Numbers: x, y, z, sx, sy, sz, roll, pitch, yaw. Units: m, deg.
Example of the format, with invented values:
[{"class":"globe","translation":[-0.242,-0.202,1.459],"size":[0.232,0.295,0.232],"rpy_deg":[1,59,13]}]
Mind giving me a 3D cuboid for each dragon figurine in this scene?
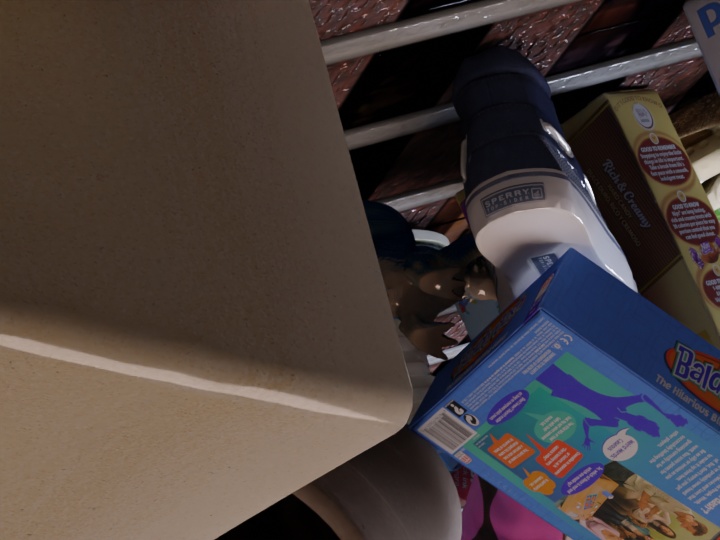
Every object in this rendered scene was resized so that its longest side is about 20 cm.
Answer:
[{"class":"dragon figurine","translation":[0.000,0.000,1.387],"size":[0.200,0.059,0.099],"rpy_deg":[3,-161,-6]}]

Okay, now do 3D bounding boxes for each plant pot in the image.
[{"class":"plant pot","translation":[-0.129,-0.002,1.011],"size":[0.177,0.200,0.200],"rpy_deg":[10,146,-45]},{"class":"plant pot","translation":[-0.034,0.146,1.333],"size":[0.200,0.200,0.175],"rpy_deg":[-31,-176,31]}]

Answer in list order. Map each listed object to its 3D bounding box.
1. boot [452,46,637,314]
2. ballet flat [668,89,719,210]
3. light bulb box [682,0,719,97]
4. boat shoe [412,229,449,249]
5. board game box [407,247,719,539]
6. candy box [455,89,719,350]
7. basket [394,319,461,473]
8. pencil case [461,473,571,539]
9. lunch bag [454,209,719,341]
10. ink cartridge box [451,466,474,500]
[{"class":"boot","translation":[0.091,-0.032,1.329],"size":[0.073,0.090,0.200],"rpy_deg":[-12,156,6]},{"class":"ballet flat","translation":[0.167,-0.047,1.478],"size":[0.200,0.065,0.071],"rpy_deg":[-32,122,17]},{"class":"light bulb box","translation":[0.284,-0.065,1.338],"size":[0.125,0.200,0.198],"rpy_deg":[-28,164,27]},{"class":"boat shoe","translation":[-0.030,0.025,1.475],"size":[0.200,0.062,0.073],"rpy_deg":[-13,163,-32]},{"class":"board game box","translation":[0.143,0.090,1.325],"size":[0.045,0.200,0.152],"rpy_deg":[-59,-172,-35]},{"class":"candy box","translation":[0.144,0.018,1.423],"size":[0.117,0.200,0.056],"rpy_deg":[-33,165,37]},{"class":"basket","translation":[-0.010,0.135,1.615],"size":[0.139,0.200,0.176],"rpy_deg":[-11,161,-23]},{"class":"pencil case","translation":[0.099,0.164,1.571],"size":[0.091,0.094,0.200],"rpy_deg":[-34,149,-46]},{"class":"lunch bag","translation":[0.155,0.005,1.631],"size":[0.161,0.083,0.200],"rpy_deg":[-31,163,29]},{"class":"ink cartridge box","translation":[0.176,0.118,1.648],"size":[0.200,0.083,0.147],"rpy_deg":[13,-170,44]}]
